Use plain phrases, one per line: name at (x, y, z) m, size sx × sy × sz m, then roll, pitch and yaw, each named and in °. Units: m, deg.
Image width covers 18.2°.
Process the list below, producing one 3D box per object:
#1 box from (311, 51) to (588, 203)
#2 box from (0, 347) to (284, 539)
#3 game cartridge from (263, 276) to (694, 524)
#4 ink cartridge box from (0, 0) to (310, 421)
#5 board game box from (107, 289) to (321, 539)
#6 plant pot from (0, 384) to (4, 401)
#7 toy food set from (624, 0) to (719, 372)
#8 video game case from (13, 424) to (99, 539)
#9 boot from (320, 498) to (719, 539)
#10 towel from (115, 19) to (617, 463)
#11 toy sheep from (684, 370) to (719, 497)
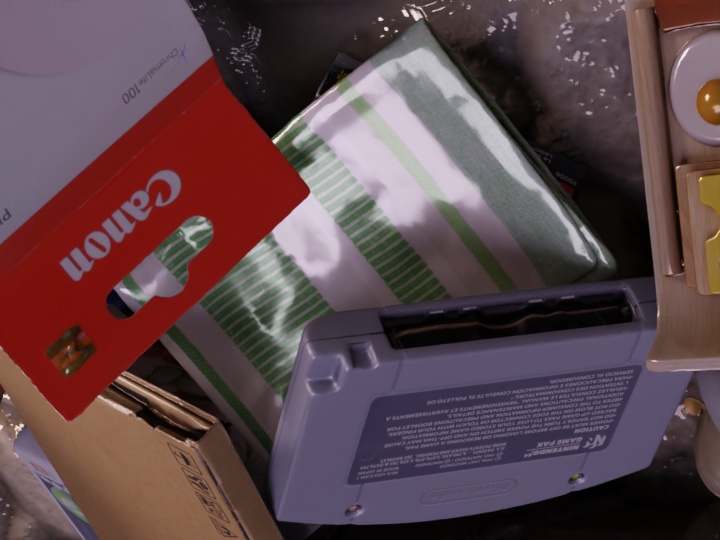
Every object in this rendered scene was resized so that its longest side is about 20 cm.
box at (0.015, -0.003, 1.144) m, size 0.136 × 0.040 × 0.200 m, roll 25°, pitch 135°, yaw 1°
box at (-0.097, 0.112, 1.099) m, size 0.163 × 0.021 × 0.200 m, roll 23°, pitch 151°, yaw 37°
game cartridge at (0.056, 0.065, 1.050) m, size 0.199 × 0.041 × 0.133 m, roll -6°, pitch 136°, yaw -20°
ink cartridge box at (-0.130, -0.061, 0.966) m, size 0.200 × 0.163 × 0.057 m, roll 49°, pitch 164°, yaw -10°
board game box at (-0.074, 0.051, 1.173) m, size 0.199 × 0.041 × 0.200 m, roll 37°, pitch 135°, yaw -10°
plant pot at (-0.275, 0.032, 1.159) m, size 0.140 × 0.200 × 0.201 m, roll 2°, pitch 132°, yaw 38°
toy food set at (0.180, -0.059, 0.962) m, size 0.143 × 0.060 × 0.201 m, roll -5°, pitch 93°, yaw 24°
video game case at (-0.094, 0.171, 1.272) m, size 0.181 × 0.023 × 0.200 m, roll 26°, pitch 160°, yaw 24°
boot at (0.093, 0.155, 1.176) m, size 0.199 × 0.186 × 0.065 m, roll -1°, pitch 98°, yaw 26°
towel at (0.000, 0.000, 1.063) m, size 0.200 × 0.023 × 0.153 m, roll -36°, pitch 104°, yaw 18°
toy sheep at (0.230, 0.042, 1.038) m, size 0.138 × 0.138 × 0.200 m, roll 39°, pitch 120°, yaw -15°
